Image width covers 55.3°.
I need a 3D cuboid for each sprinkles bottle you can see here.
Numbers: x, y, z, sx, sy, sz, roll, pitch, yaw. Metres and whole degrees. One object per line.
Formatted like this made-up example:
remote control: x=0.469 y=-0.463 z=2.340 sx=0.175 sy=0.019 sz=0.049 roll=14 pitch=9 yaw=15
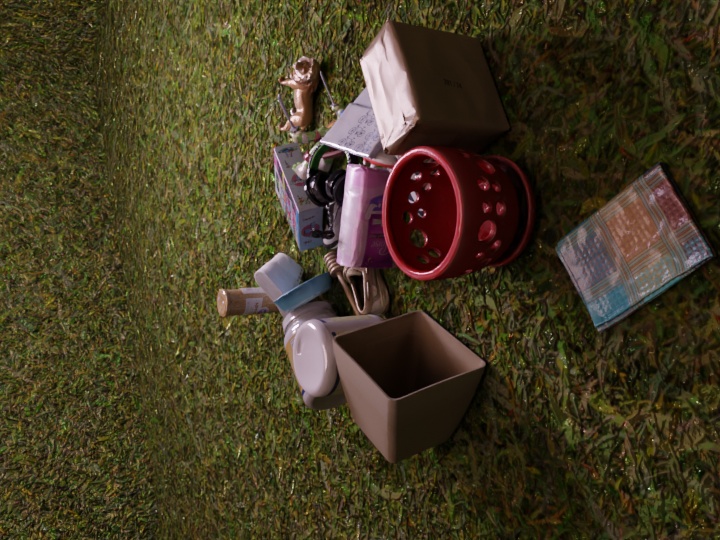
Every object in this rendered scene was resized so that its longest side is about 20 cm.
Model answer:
sprinkles bottle: x=-0.252 y=0.074 z=1.696 sx=0.068 sy=0.198 sz=0.069 roll=6 pitch=97 yaw=56

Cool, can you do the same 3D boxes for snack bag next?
snack bag: x=0.028 y=-0.302 z=1.298 sx=0.201 sy=0.021 sz=0.188 roll=-52 pitch=36 yaw=-6

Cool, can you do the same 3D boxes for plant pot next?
plant pot: x=0.077 y=0.216 z=1.222 sx=0.199 sy=0.198 sz=0.179 roll=39 pitch=134 yaw=48
plant pot: x=0.157 y=-0.088 z=1.074 sx=0.199 sy=0.180 sz=0.204 roll=4 pitch=95 yaw=55

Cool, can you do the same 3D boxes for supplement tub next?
supplement tub: x=-0.083 y=0.184 z=1.496 sx=0.145 sy=0.143 sz=0.202 roll=-56 pitch=48 yaw=42
supplement tub: x=-0.017 y=0.163 z=1.342 sx=0.144 sy=0.198 sz=0.147 roll=5 pitch=96 yaw=56

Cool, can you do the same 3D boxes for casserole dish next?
casserole dish: x=-0.121 y=0.050 z=1.531 sx=0.120 sy=0.200 sz=0.039 roll=-30 pitch=90 yaw=9

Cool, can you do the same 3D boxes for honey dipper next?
honey dipper: x=-0.027 y=0.045 z=1.502 sx=0.038 sy=0.038 sz=0.201 roll=-57 pitch=49 yaw=41

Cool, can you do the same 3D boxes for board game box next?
board game box: x=-0.145 y=-0.172 z=1.600 sx=0.148 sy=0.063 sz=0.202 roll=96 pitch=154 yaw=-56

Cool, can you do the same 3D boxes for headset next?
headset: x=-0.066 y=-0.163 z=1.365 sx=0.122 sy=0.093 sz=0.203 roll=0 pitch=89 yaw=41

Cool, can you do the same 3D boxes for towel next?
towel: x=0.357 y=-0.026 z=0.919 sx=0.200 sy=0.021 sz=0.148 roll=-48 pitch=54 yaw=47

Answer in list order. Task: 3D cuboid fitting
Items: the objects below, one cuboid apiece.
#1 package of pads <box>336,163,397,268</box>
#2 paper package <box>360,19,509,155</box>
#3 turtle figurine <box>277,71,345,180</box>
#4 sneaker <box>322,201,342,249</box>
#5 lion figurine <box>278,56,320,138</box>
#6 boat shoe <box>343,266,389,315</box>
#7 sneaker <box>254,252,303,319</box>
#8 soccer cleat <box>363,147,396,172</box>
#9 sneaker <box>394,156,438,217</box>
package of pads: x=0.023 y=-0.105 z=1.336 sx=0.075 sy=0.119 sz=0.203 roll=25 pitch=112 yaw=52
paper package: x=0.117 y=-0.286 z=1.107 sx=0.103 sy=0.198 sz=0.193 roll=-35 pitch=63 yaw=51
turtle figurine: x=-0.094 y=-0.306 z=1.489 sx=0.195 sy=0.198 sz=0.145 roll=124 pitch=167 yaw=-47
sneaker: x=-0.048 y=-0.133 z=1.476 sx=0.202 sy=0.078 sz=0.074 roll=-66 pitch=34 yaw=34
lion figurine: x=-0.138 y=-0.404 z=1.624 sx=0.122 sy=0.072 sz=0.203 roll=22 pitch=125 yaw=41
boat shoe: x=0.000 y=0.000 z=1.426 sx=0.072 sy=0.064 sz=0.202 roll=-47 pitch=52 yaw=47
sneaker: x=-0.157 y=0.050 z=1.668 sx=0.073 sy=0.116 sz=0.201 roll=-24 pitch=107 yaw=42
soccer cleat: x=0.041 y=-0.248 z=1.301 sx=0.201 sy=0.068 sz=0.086 roll=-96 pitch=21 yaw=-64
sneaker: x=0.120 y=-0.165 z=1.196 sx=0.130 sy=0.079 sz=0.201 roll=44 pitch=146 yaw=35
